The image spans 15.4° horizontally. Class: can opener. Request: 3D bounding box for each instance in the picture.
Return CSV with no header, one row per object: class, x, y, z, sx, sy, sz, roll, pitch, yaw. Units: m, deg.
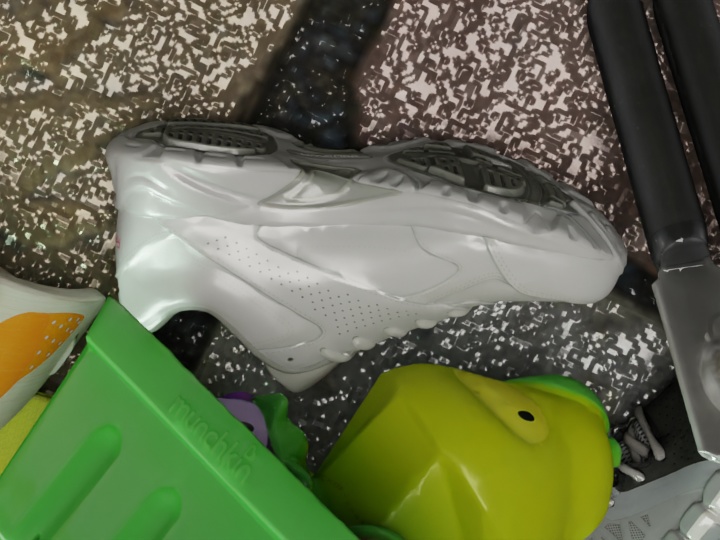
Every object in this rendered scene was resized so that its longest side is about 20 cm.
can opener,0.129,-0.014,0.994,0.053,0.067,0.200,-13,65,1

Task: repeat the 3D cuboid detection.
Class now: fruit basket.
fruit basket,-0.002,0.087,0.947,0.216,0.216,0.156,-31,133,5

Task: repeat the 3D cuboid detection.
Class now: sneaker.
sneaker,0.000,0.000,1.019,0.200,0.078,0.099,8,109,5
sneaker,0.078,0.094,1.036,0.115,0.075,0.200,25,101,-5

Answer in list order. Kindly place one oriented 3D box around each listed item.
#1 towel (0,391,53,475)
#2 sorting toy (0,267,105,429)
towel,-0.177,0.073,1.052,0.200,0.018,0.086,17,107,-7
sorting toy,-0.231,0.034,0.989,0.200,0.107,0.180,34,101,-4
